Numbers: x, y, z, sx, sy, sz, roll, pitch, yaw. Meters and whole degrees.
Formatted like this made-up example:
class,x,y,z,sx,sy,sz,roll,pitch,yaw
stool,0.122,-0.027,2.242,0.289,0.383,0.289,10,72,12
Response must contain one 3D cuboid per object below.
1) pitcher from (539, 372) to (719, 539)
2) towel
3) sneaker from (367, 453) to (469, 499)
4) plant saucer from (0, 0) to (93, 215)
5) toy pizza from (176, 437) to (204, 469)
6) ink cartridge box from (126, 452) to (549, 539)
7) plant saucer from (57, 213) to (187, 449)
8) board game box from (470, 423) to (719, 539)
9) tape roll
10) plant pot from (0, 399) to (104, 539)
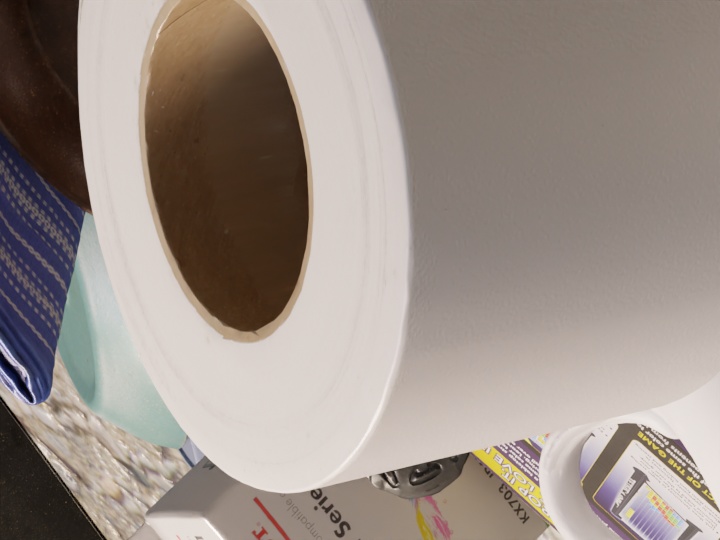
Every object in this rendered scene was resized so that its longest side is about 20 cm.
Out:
class,x,y,z,sx,sy,sz,roll,pitch,yaw
pitcher,0.159,0.082,0.857,0.200,0.121,0.172,44,132,16
towel,-0.145,-0.057,0.986,0.024,0.200,0.145,-23,121,18
sneaker,0.000,0.000,1.026,0.079,0.074,0.201,61,-173,-64
plant saucer,-0.050,-0.095,0.949,0.199,0.035,0.201,6,125,8
toy pizza,-0.082,-0.001,1.177,0.200,0.032,0.201,164,90,-75
ink cartridge box,-0.007,0.108,1.092,0.117,0.200,0.067,52,155,-14
plant saucer,-0.128,-0.009,1.204,0.200,0.036,0.201,164,90,-75
board game box,0.131,0.078,0.999,0.200,0.057,0.165,42,158,9
tape roll,0.016,-0.043,0.799,0.202,0.139,0.204,26,121,53
plant pot,-0.319,0.171,1.734,0.199,0.177,0.200,4,131,56
